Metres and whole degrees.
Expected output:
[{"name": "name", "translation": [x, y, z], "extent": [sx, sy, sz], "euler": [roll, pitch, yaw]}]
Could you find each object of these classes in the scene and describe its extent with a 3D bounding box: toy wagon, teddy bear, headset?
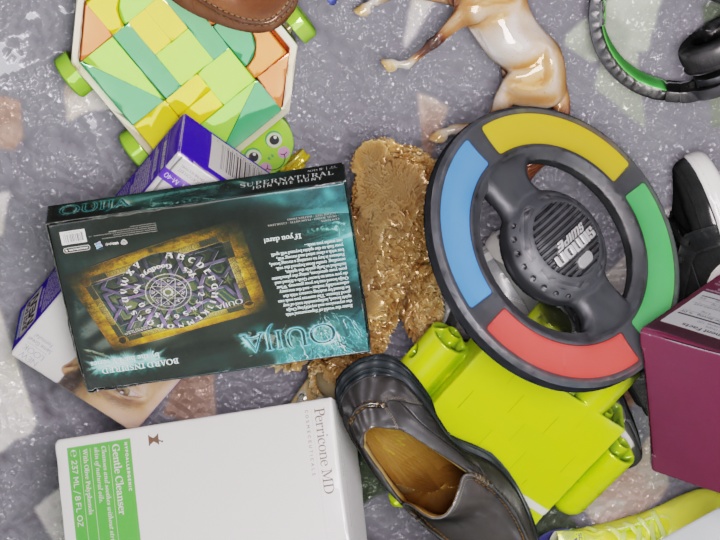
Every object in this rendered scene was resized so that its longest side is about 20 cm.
[{"name": "toy wagon", "translation": [-0.104, -0.134, 1.574], "extent": [0.155, 0.040, 0.200], "euler": [-38, 109, 6]}, {"name": "teddy bear", "translation": [0.000, 0.000, 1.613], "extent": [0.144, 0.067, 0.202], "euler": [17, 104, 17]}, {"name": "headset", "translation": [0.258, -0.182, 1.599], "extent": [0.198, 0.094, 0.125], "euler": [3, 113, 8]}]

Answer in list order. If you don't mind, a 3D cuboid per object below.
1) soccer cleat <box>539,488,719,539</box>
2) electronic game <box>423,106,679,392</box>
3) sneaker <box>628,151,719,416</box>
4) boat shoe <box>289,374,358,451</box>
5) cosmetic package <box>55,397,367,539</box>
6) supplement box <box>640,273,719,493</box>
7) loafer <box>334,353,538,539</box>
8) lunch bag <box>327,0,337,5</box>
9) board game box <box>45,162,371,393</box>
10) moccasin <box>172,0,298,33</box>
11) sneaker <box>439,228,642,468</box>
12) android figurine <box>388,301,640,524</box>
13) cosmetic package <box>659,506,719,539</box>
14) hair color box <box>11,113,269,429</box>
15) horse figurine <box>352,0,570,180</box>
[{"name": "soccer cleat", "translation": [0.182, 0.212, 1.706], "extent": [0.199, 0.065, 0.084], "euler": [-28, 129, 5]}, {"name": "electronic game", "translation": [0.130, -0.016, 1.540], "extent": [0.199, 0.042, 0.202], "euler": [12, 64, -26]}, {"name": "sneaker", "translation": [0.220, 0.023, 1.647], "extent": [0.111, 0.073, 0.202], "euler": [-16, 111, -4]}, {"name": "boat shoe", "translation": [-0.085, 0.157, 1.666], "extent": [0.076, 0.072, 0.200], "euler": [44, 89, -5]}, {"name": "cosmetic package", "translation": [-0.101, 0.157, 1.595], "extent": [0.198, 0.085, 0.109], "euler": [-11, 77, 9]}, {"name": "supplement box", "translation": [0.284, 0.057, 1.576], "extent": [0.199, 0.085, 0.111], "euler": [-31, 125, -40]}, {"name": "loafer", "translation": [0.052, 0.148, 1.568], "extent": [0.073, 0.072, 0.200], "euler": [-36, 115, 19]}, {"name": "lunch bag", "translation": [-0.031, -0.302, 1.509], "extent": [0.150, 0.094, 0.200], "euler": [-42, 99, 10]}, {"name": "board game box", "translation": [-0.098, 0.007, 1.530], "extent": [0.198, 0.028, 0.136], "euler": [-8, 121, 1]}, {"name": "moccasin", "translation": [-0.120, -0.233, 1.489], "extent": [0.074, 0.078, 0.202], "euler": [-40, 87, -15]}, {"name": "sneaker", "translation": [0.113, 0.075, 1.661], "extent": [0.115, 0.075, 0.201], "euler": [-30, 101, 10]}, {"name": "android figurine", "translation": [0.099, 0.113, 1.611], "extent": [0.181, 0.041, 0.200], "euler": [30, 119, -16]}, {"name": "cosmetic package", "translation": [0.234, 0.259, 1.686], "extent": [0.150, 0.052, 0.200], "euler": [-31, 146, 2]}, {"name": "hair color box", "translation": [-0.138, 0.004, 1.581], "extent": [0.109, 0.065, 0.200], "euler": [34, 116, -18]}, {"name": "horse figurine", "translation": [0.089, -0.148, 1.588], "extent": [0.132, 0.050, 0.201], "euler": [-30, 109, 7]}]
